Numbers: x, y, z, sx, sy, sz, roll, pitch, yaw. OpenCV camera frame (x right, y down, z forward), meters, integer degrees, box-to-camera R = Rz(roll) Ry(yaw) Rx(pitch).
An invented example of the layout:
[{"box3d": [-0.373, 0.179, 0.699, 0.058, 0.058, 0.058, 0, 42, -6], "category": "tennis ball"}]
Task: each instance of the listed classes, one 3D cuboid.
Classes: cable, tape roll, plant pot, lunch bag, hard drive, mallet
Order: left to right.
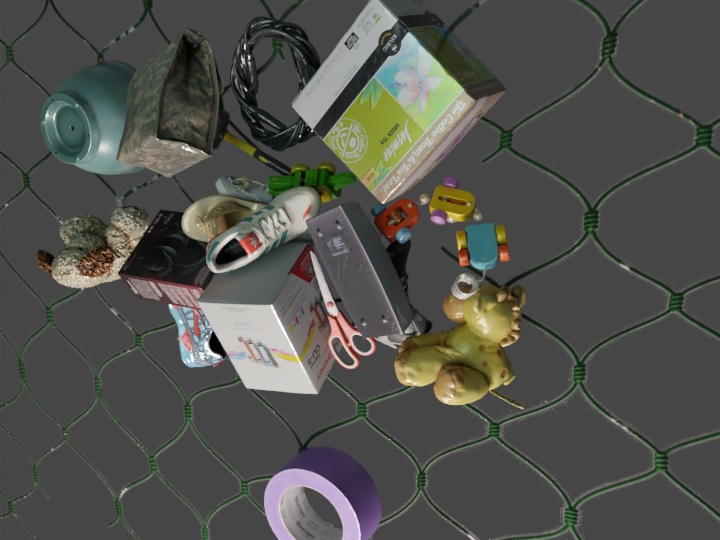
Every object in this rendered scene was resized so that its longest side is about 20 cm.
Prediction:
[{"box3d": [-0.461, -0.255, 1.386, 0.200, 0.134, 0.201, 10, 112, 26], "category": "plant pot"}, {"box3d": [-0.298, -0.268, 1.274, 0.164, 0.117, 0.201, -12, 70, 52], "category": "lunch bag"}, {"box3d": [-0.174, -0.204, 1.305, 0.200, 0.041, 0.066, 25, 116, 14], "category": "mallet"}, {"box3d": [-0.131, -0.290, 1.244, 0.163, 0.051, 0.200, -12, 104, 37], "category": "cable"}, {"box3d": [-0.068, 0.425, 1.442, 0.200, 0.085, 0.201, 10, 112, 27], "category": "tape roll"}, {"box3d": [0.000, 0.000, 1.162, 0.135, 0.042, 0.200, -16, 102, 62], "category": "hard drive"}]

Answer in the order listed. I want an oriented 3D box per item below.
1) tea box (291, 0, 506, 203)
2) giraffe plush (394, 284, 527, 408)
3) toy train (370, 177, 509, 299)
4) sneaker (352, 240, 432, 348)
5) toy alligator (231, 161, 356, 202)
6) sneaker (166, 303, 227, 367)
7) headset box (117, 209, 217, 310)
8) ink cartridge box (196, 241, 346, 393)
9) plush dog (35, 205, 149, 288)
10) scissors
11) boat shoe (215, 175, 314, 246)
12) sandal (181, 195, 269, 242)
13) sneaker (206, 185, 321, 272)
[{"box3d": [0.052, -0.238, 1.102, 0.197, 0.134, 0.200, 46, 122, 6], "category": "tea box"}, {"box3d": [0.162, 0.091, 1.151, 0.199, 0.173, 0.163, 15, 107, 9], "category": "giraffe plush"}, {"box3d": [0.117, -0.046, 1.146, 0.150, 0.056, 0.200, -43, 66, -9], "category": "toy train"}, {"box3d": [0.070, 0.042, 1.239, 0.115, 0.075, 0.200, 31, 130, 11], "category": "sneaker"}, {"box3d": [-0.100, -0.130, 1.263, 0.199, 0.059, 0.054, -2, 150, 13], "category": "toy alligator"}, {"box3d": [-0.285, 0.080, 1.456, 0.095, 0.079, 0.201, -1, 114, 16], "category": "sneaker"}, {"box3d": [-0.282, -0.017, 1.356, 0.200, 0.149, 0.077, 8, 145, 28], "category": "headset box"}, {"box3d": [-0.132, 0.076, 1.278, 0.144, 0.145, 0.200, 1, 132, 28], "category": "ink cartridge box"}, {"box3d": [-0.485, -0.020, 1.461, 0.200, 0.172, 0.161, -6, 105, 30], "category": "plush dog"}, {"box3d": [-0.048, 0.066, 1.252, 0.073, 0.014, 0.200, -29, 106, 21], "category": "scissors"}, {"box3d": [-0.148, -0.102, 1.313, 0.201, 0.070, 0.072, 40, 104, 12], "category": "boat shoe"}, {"box3d": [-0.203, -0.078, 1.260, 0.211, 0.070, 0.078, 3, 98, 18], "category": "sandal"}, {"box3d": [-0.143, -0.054, 1.193, 0.199, 0.093, 0.070, -29, 107, 4], "category": "sneaker"}]
